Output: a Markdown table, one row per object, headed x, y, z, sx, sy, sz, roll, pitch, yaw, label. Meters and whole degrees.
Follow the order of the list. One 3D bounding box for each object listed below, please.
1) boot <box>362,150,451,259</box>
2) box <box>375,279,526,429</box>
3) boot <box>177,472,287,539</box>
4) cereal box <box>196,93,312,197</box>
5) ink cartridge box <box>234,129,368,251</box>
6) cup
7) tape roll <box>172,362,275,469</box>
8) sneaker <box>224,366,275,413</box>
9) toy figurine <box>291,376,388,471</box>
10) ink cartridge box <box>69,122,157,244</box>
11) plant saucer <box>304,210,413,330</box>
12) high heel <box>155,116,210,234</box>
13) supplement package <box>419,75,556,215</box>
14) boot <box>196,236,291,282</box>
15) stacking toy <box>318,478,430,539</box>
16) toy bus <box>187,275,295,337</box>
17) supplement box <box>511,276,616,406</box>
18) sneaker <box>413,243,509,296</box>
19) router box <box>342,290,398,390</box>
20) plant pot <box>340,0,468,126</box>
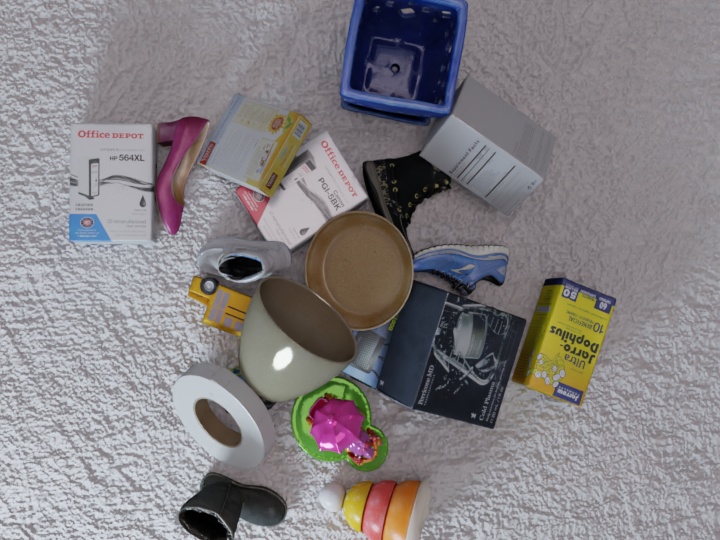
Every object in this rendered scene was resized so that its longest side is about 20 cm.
| x | y | z | sx | sy | sz | roll | pitch | yaw | label |
| --- | --- | --- | --- | --- | --- | --- | --- | --- | --- |
| 0.100 | -0.124 | 1.592 | 0.150 | 0.074 | 0.207 | -18 | 70 | -8 | boot |
| 0.157 | 0.145 | 1.536 | 0.193 | 0.123 | 0.205 | 18 | 90 | -32 | box |
| -0.208 | 0.406 | 1.488 | 0.178 | 0.200 | 0.074 | 17 | 86 | -5 | boot |
| -0.186 | -0.219 | 1.534 | 0.039 | 0.198 | 0.146 | 34 | 84 | -46 | cereal box |
| -0.104 | -0.132 | 1.581 | 0.198 | 0.083 | 0.148 | -34 | 91 | -6 | ink cartridge box |
| -0.122 | 0.130 | 1.468 | 0.199 | 0.201 | 0.144 | 37 | 111 | -3 | cup |
| -0.232 | 0.246 | 1.503 | 0.203 | 0.202 | 0.037 | 47 | 48 | -2 | tape roll |
| -0.159 | 0.203 | 1.577 | 0.195 | 0.071 | 0.085 | -14 | 108 | -8 | sneaker |
| -0.025 | 0.281 | 1.522 | 0.199 | 0.184 | 0.151 | 41 | 84 | -4 | toy figurine |
| -0.428 | -0.150 | 1.547 | 0.142 | 0.084 | 0.206 | -1 | 88 | -7 | ink cartridge box |
| 0.000 | 0.000 | 1.537 | 0.195 | 0.035 | 0.206 | 1 | 93 | 16 | plant saucer |
| -0.306 | -0.167 | 1.561 | 0.093 | 0.067 | 0.205 | -4 | 82 | 11 | high heel |
| 0.226 | -0.220 | 1.575 | 0.198 | 0.120 | 0.123 | 33 | 50 | -8 | supplement package |
| -0.220 | -0.018 | 1.515 | 0.196 | 0.095 | 0.076 | -4 | 98 | 29 | boot |
| 0.020 | 0.417 | 1.564 | 0.195 | 0.146 | 0.150 | 14 | 86 | 10 | stacking toy |
| -0.211 | 0.075 | 1.571 | 0.196 | 0.065 | 0.080 | 21 | 87 | -5 | toy bus |
| 0.366 | 0.127 | 1.608 | 0.107 | 0.109 | 0.204 | 20 | 86 | -5 | supplement box |
| 0.175 | 0.000 | 1.609 | 0.195 | 0.079 | 0.092 | 0 | 85 | -6 | sneaker |
| 0.040 | 0.109 | 1.597 | 0.147 | 0.062 | 0.204 | 26 | 85 | -5 | router box |
| 0.066 | -0.367 | 1.561 | 0.195 | 0.180 | 0.205 | 10 | 86 | -5 | plant pot |
